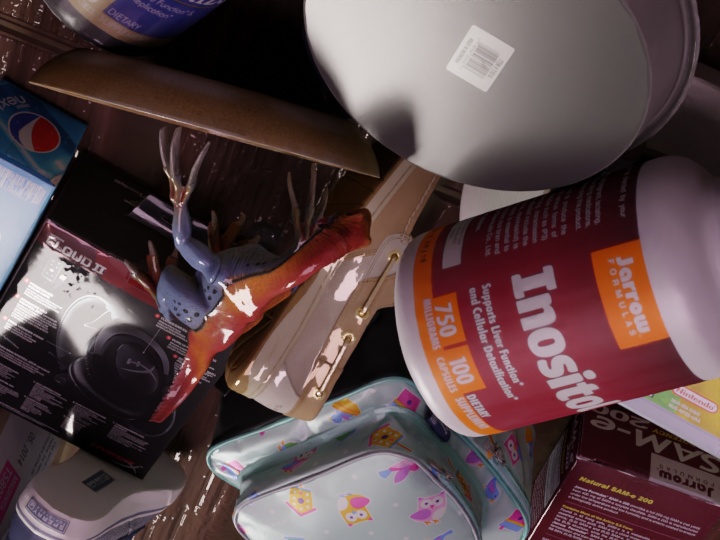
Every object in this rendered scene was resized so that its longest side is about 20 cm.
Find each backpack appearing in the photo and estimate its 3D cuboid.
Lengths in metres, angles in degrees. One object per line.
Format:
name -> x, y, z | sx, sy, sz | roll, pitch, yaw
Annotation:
backpack -> 0.019, 0.130, 1.018 | 0.175, 0.154, 0.200 | -27, 133, 26

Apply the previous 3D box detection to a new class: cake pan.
cake pan -> 0.059, -0.113, 0.742 | 0.199, 0.037, 0.201 | 16, 141, 13

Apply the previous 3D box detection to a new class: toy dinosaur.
toy dinosaur -> -0.054, 0.008, 0.868 | 0.105, 0.181, 0.201 | -13, 109, -25

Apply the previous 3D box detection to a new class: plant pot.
plant pot -> -0.082, -0.089, 0.862 | 0.199, 0.200, 0.028 | 15, 93, 1

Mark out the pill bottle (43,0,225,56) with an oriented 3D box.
pill bottle -> -0.073, -0.203, 0.788 | 0.200, 0.112, 0.112 | -30, 117, 33

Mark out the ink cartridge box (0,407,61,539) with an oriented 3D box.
ink cartridge box -> -0.314, 0.161, 1.095 | 0.164, 0.200, 0.075 | -11, 127, 22

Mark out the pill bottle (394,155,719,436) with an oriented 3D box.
pill bottle -> 0.126, 0.009, 0.784 | 0.199, 0.113, 0.113 | -18, 123, 27

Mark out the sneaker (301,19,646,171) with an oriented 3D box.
sneaker -> 0.055, -0.103, 0.849 | 0.200, 0.070, 0.109 | 42, 128, 5

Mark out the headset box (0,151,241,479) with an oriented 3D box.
headset box -> -0.159, 0.029, 1.028 | 0.148, 0.077, 0.200 | 28, 129, -12

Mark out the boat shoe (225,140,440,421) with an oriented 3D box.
boat shoe -> 0.000, 0.000, 0.926 | 0.069, 0.074, 0.200 | 34, 94, -18

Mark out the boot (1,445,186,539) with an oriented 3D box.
boot -> -0.193, 0.175, 1.078 | 0.073, 0.200, 0.091 | 35, 102, 14

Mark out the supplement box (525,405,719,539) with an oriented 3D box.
supplement box -> 0.166, 0.187, 1.093 | 0.108, 0.061, 0.200 | 19, 132, -4

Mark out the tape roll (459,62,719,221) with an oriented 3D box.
tape roll -> 0.155, -0.022, 0.885 | 0.202, 0.037, 0.204 | 7, 109, 21

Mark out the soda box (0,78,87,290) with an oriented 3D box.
soda box -> -0.249, -0.025, 1.010 | 0.064, 0.068, 0.200 | 29, 130, -12

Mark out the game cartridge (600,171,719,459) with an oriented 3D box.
game cartridge -> 0.200, 0.031, 0.843 | 0.199, 0.040, 0.134 | 28, 112, 13
